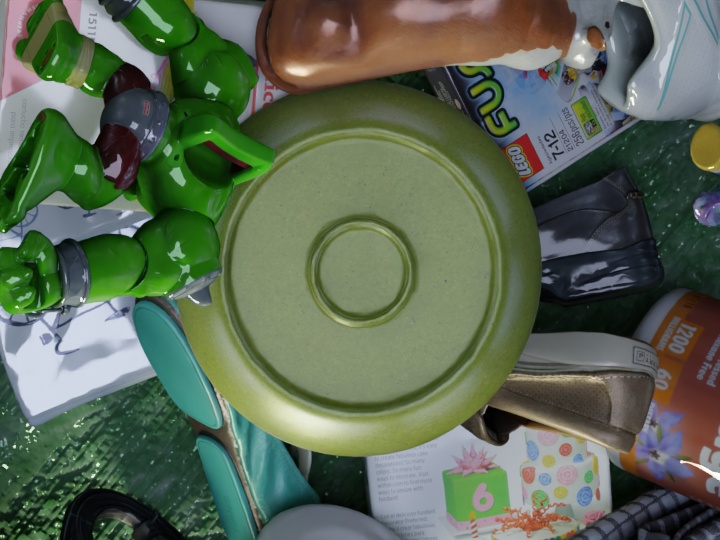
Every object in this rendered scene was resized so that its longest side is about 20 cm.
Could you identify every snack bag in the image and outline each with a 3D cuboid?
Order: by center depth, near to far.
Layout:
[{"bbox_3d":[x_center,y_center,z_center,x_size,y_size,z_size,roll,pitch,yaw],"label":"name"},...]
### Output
[{"bbox_3d":[-0.141,-0.025,1.119,0.187,0.021,0.202,-20,106,-11],"label":"snack bag"}]

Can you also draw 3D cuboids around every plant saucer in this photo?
[{"bbox_3d":[0.000,0.000,1.039,0.198,0.031,0.202,0,92,-3],"label":"plant saucer"}]

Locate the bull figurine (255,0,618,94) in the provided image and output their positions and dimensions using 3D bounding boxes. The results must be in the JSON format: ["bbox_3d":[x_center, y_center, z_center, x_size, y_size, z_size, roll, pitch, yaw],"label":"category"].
[{"bbox_3d":[0.039,-0.152,1.020,0.198,0.065,0.123,-11,98,-3],"label":"bull figurine"}]

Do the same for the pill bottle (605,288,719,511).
[{"bbox_3d":[0.247,0.093,1.105,0.199,0.112,0.113,21,106,25],"label":"pill bottle"}]

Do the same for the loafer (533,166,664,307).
[{"bbox_3d":[0.073,-0.009,1.139,0.198,0.073,0.073,-9,83,-3],"label":"loafer"}]

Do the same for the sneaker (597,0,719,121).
[{"bbox_3d":[0.165,-0.179,1.069,0.080,0.070,0.203,-9,98,-34],"label":"sneaker"}]

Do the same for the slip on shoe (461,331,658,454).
[{"bbox_3d":[0.072,0.067,1.106,0.198,0.076,0.061,2,77,29],"label":"slip on shoe"}]

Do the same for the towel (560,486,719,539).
[{"bbox_3d":[0.199,0.229,1.160,0.165,0.085,0.202,-20,111,-38],"label":"towel"}]

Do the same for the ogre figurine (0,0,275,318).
[{"bbox_3d":[-0.113,-0.063,0.978,0.119,0.202,0.098,22,136,-28],"label":"ogre figurine"}]

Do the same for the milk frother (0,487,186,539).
[{"bbox_3d":[-0.215,0.221,1.150,0.199,0.182,0.187,21,143,-37],"label":"milk frother"}]

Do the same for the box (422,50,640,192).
[{"bbox_3d":[0.077,-0.152,1.093,0.110,0.035,0.201,-32,106,-14],"label":"box"}]

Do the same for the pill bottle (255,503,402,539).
[{"bbox_3d":[-0.041,0.243,1.147,0.112,0.114,0.201,19,124,-9],"label":"pill bottle"}]

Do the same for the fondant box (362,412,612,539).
[{"bbox_3d":[0.080,0.174,1.187,0.143,0.058,0.202,-6,107,-2],"label":"fondant box"}]

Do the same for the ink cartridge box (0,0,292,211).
[{"bbox_3d":[-0.100,-0.092,1.070,0.198,0.067,0.118,3,100,-17],"label":"ink cartridge box"}]

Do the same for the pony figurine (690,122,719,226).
[{"bbox_3d":[0.261,-0.052,1.077,0.199,0.166,0.195,0,101,-49],"label":"pony figurine"}]

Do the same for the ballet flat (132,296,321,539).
[{"bbox_3d":[-0.071,0.076,1.137,0.070,0.067,0.201,-38,126,-28],"label":"ballet flat"}]
